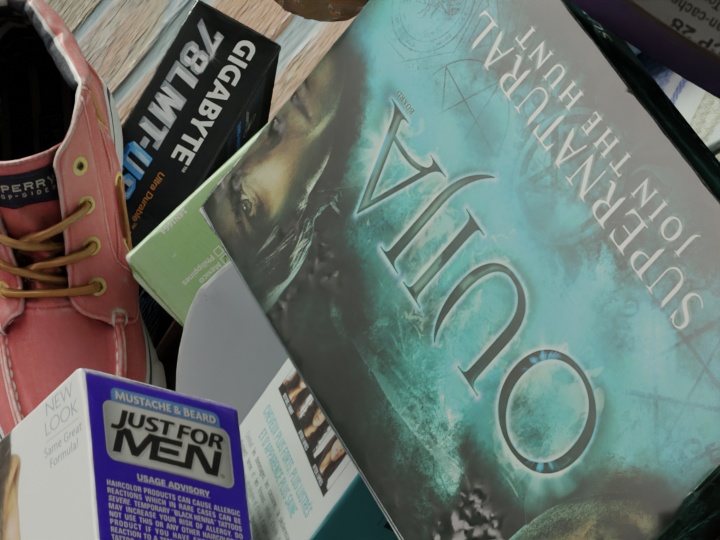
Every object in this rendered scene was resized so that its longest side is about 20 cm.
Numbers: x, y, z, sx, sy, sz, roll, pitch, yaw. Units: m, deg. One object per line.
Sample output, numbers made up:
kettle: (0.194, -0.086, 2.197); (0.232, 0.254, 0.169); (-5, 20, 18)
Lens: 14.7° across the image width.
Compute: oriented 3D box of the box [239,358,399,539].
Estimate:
box: (0.011, 0.048, 0.865); (0.200, 0.049, 0.082); (-54, 28, 16)

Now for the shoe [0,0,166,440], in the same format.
shoe: (-0.124, -0.008, 1.081); (0.091, 0.071, 0.200); (65, -164, -64)

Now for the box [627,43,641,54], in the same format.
box: (0.115, -0.144, 0.965); (0.200, 0.040, 0.137); (-53, 16, -31)

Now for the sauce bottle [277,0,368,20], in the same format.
sauce bottle: (0.026, -0.175, 1.114); (0.066, 0.066, 0.200); (-35, 13, 49)

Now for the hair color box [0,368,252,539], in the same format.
hair color box: (-0.079, 0.144, 0.824); (0.109, 0.065, 0.200); (-41, 44, 39)

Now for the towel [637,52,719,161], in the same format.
towel: (0.116, -0.067, 0.901); (0.200, 0.024, 0.147); (-26, 30, 55)

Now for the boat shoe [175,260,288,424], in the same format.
boat shoe: (0.000, 0.000, 0.951); (0.071, 0.070, 0.200); (55, 135, 32)

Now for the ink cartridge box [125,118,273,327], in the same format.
ink cartridge box: (-0.019, -0.033, 1.132); (0.146, 0.048, 0.200); (-44, -6, -1)

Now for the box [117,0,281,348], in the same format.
box: (-0.106, 0.003, 1.235); (0.199, 0.050, 0.200); (-61, -3, -17)

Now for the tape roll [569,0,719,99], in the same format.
tape roll: (0.109, -0.107, 0.685); (0.085, 0.200, 0.200); (-57, 16, -8)

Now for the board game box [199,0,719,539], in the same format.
board game box: (0.041, 0.003, 0.780); (0.135, 0.028, 0.200); (-49, 50, 20)
